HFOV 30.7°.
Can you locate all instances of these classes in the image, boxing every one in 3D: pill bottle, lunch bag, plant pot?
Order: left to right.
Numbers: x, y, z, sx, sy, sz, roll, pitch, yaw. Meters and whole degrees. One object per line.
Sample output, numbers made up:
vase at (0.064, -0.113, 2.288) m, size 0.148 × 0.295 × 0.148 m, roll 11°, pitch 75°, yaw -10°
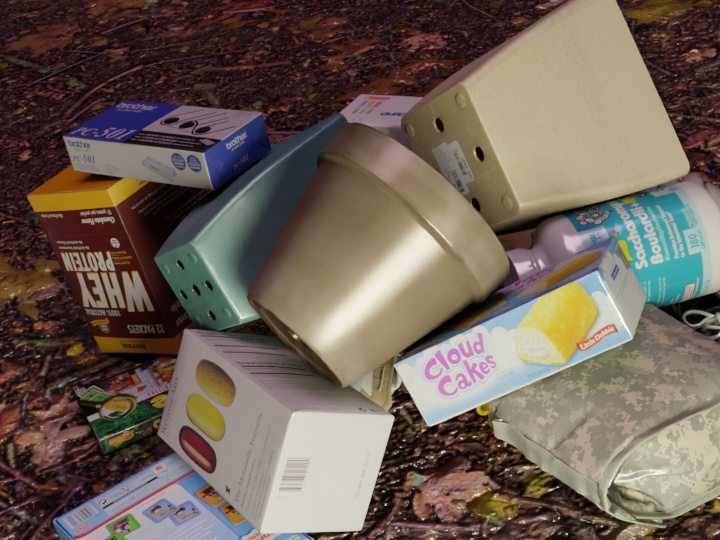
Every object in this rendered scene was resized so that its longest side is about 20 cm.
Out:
plant pot at (-0.086, -0.030, 1.272) m, size 0.200 × 0.142 × 0.141 m, roll -38°, pitch 11°, yaw -32°
plant pot at (0.000, 0.000, 1.146) m, size 0.174 × 0.200 × 0.200 m, roll -47°, pitch 40°, yaw -10°
plant pot at (0.162, -0.133, 1.284) m, size 0.177 × 0.200 × 0.200 m, roll -26°, pitch 2°, yaw -28°
pill bottle at (0.237, -0.009, 1.236) m, size 0.200 × 0.111 × 0.111 m, roll -16°, pitch 31°, yaw -8°
lunch bag at (0.229, 0.132, 1.126) m, size 0.200 × 0.118 × 0.164 m, roll -21°, pitch 30°, yaw -24°

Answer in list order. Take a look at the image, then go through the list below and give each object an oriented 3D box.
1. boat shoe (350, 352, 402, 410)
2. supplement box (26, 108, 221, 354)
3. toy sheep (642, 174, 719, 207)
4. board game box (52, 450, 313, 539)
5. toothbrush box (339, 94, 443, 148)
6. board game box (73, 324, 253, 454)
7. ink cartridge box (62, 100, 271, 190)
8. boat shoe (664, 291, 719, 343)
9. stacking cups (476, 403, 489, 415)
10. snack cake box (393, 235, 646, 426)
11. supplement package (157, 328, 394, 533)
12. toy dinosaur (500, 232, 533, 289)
boat shoe at (0.009, 0.099, 1.306) m, size 0.068 × 0.075 × 0.200 m, roll 24°, pitch 29°, yaw 3°
supplement box at (-0.223, -0.043, 1.457) m, size 0.133 × 0.200 × 0.197 m, roll -1°, pitch 30°, yaw 38°
toy sheep at (0.323, -0.044, 1.377) m, size 0.200 × 0.138 × 0.138 m, roll -22°, pitch 27°, yaw 17°
board game box at (-0.156, 0.238, 1.150) m, size 0.151 × 0.037 × 0.200 m, roll -28°, pitch 34°, yaw -28°
toothbrush box at (0.058, -0.085, 1.455) m, size 0.145 × 0.200 × 0.086 m, roll 6°, pitch 33°, yaw 28°
board game box at (-0.191, 0.120, 1.372) m, size 0.200 × 0.024 × 0.105 m, roll -22°, pitch 34°, yaw -18°
ink cartridge box at (-0.197, -0.129, 1.326) m, size 0.200 × 0.044 × 0.094 m, roll 9°, pitch 35°, yaw 35°
boat shoe at (0.339, 0.064, 1.249) m, size 0.073 × 0.068 × 0.199 m, roll -9°, pitch 31°, yaw 4°
stacking cups at (0.065, 0.062, 1.294) m, size 0.060 × 0.061 × 0.200 m, roll -32°, pitch 54°, yaw -31°
snack cake box at (0.141, 0.052, 1.139) m, size 0.200 × 0.067 × 0.115 m, roll -27°, pitch 7°, yaw 23°
supplement package at (-0.081, 0.140, 1.175) m, size 0.109 × 0.114 × 0.200 m, roll 7°, pitch 13°, yaw -37°
toy dinosaur at (0.170, 0.020, 1.343) m, size 0.058 × 0.101 × 0.200 m, roll 13°, pitch 14°, yaw 19°
